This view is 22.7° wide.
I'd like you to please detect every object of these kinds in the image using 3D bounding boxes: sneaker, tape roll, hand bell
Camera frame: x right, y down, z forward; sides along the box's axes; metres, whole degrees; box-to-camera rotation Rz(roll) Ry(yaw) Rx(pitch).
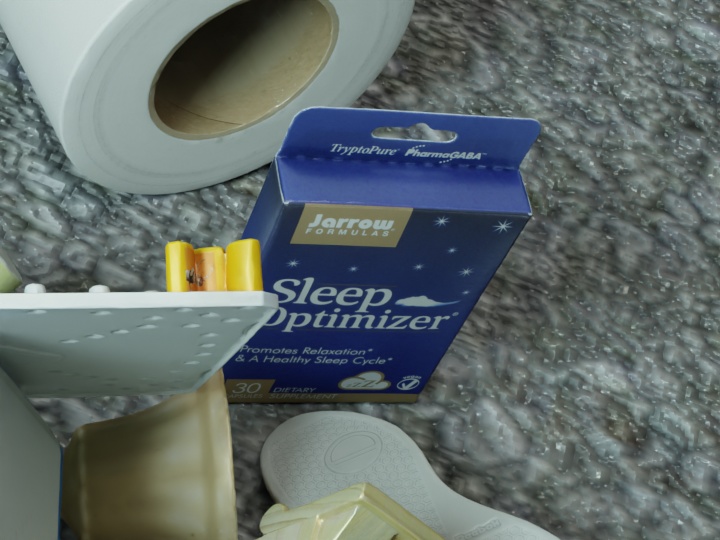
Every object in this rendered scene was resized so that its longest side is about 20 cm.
[{"bbox_3d":[0.029,0.140,0.837,0.071,0.100,0.199,-40,43,-24],"label":"sneaker"},{"bbox_3d":[-0.088,-0.156,0.925,0.201,0.203,0.140,-15,59,-30],"label":"tape roll"},{"bbox_3d":[-0.157,0.100,0.793,0.198,0.105,0.105,-4,55,-9],"label":"hand bell"}]

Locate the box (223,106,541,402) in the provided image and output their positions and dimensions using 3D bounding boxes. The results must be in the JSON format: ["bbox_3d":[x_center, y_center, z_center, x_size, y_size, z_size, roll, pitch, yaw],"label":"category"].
[{"bbox_3d":[0.000,0.000,0.840,0.120,0.201,0.033,1,53,-20],"label":"box"}]

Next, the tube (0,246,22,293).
[{"bbox_3d":[-0.236,0.048,0.766,0.199,0.052,0.058,-39,30,-4],"label":"tube"}]

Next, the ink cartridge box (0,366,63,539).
[{"bbox_3d":[-0.219,0.117,0.638,0.198,0.145,0.149,-2,70,2],"label":"ink cartridge box"}]

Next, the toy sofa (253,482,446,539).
[{"bbox_3d":[-0.022,0.192,0.692,0.083,0.097,0.201,38,45,-27],"label":"toy sofa"}]

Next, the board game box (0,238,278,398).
[{"bbox_3d":[-0.145,0.021,0.662,0.198,0.200,0.026,0,78,-14],"label":"board game box"}]
